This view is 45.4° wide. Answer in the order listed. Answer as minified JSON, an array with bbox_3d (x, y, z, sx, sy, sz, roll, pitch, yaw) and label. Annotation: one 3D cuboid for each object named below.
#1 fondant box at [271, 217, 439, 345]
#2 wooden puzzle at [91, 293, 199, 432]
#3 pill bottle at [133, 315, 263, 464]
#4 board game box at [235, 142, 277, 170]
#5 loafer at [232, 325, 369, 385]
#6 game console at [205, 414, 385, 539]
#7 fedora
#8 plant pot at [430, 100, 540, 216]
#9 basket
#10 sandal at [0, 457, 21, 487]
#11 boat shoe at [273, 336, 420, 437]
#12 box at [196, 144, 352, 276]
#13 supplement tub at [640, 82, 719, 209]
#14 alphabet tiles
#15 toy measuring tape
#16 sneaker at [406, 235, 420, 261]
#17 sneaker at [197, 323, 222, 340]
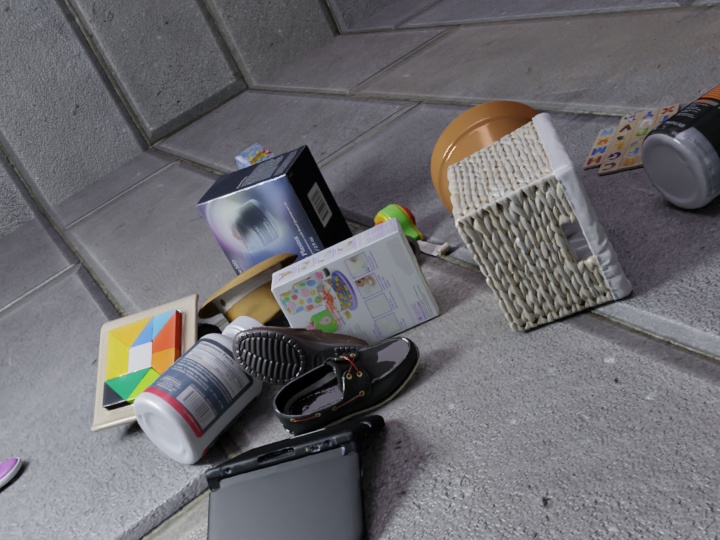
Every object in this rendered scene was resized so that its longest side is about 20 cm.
[{"bbox_3d":[-0.007,0.034,1.219,0.198,0.145,0.058,-24,24,6],"label":"fondant box"},{"bbox_3d":[-0.334,0.137,1.329,0.183,0.037,0.202,-17,53,18],"label":"wooden puzzle"},{"bbox_3d":[-0.208,0.160,1.208,0.119,0.120,0.200,-1,34,45],"label":"pill bottle"},{"bbox_3d":[-0.152,-0.145,1.659,0.062,0.201,0.199,-39,26,-28],"label":"board game box"},{"bbox_3d":[-0.075,0.115,1.174,0.197,0.074,0.071,9,13,0],"label":"loafer"},{"bbox_3d":[-0.070,0.257,0.995,0.198,0.118,0.176,-18,-5,19],"label":"game console"},{"bbox_3d":[-0.167,0.050,1.396,0.199,0.082,0.201,-32,-5,-3],"label":"fedora"},{"bbox_3d":[0.213,-0.129,1.270,0.198,0.201,0.141,-24,36,8],"label":"plant pot"},{"bbox_3d":[0.222,-0.058,1.104,0.160,0.199,0.201,-26,24,13],"label":"basket"},{"bbox_3d":[-0.640,0.346,1.378,0.201,0.050,0.083,-26,24,4],"label":"sandal"},{"bbox_3d":[-0.016,0.142,1.092,0.200,0.063,0.074,-29,48,-1],"label":"boat shoe"},{"bbox_3d":[-0.151,-0.087,1.545,0.196,0.201,0.124,-15,27,27],"label":"box"},{"bbox_3d":[0.488,-0.182,1.156,0.199,0.123,0.122,-33,24,-13],"label":"supplement tub"},{"bbox_3d":[0.455,-0.215,1.400,0.165,0.006,0.200,-9,30,35],"label":"alphabet tiles"},{"bbox_3d":[0.076,-0.070,1.432,0.073,0.074,0.199,-35,25,-18],"label":"toy measuring tape"},{"bbox_3d":[0.000,0.000,1.364,0.198,0.076,0.079,-17,7,-26],"label":"sneaker"},{"bbox_3d":[-0.295,0.165,1.368,0.199,0.076,0.091,-40,35,-9],"label":"sneaker"}]
